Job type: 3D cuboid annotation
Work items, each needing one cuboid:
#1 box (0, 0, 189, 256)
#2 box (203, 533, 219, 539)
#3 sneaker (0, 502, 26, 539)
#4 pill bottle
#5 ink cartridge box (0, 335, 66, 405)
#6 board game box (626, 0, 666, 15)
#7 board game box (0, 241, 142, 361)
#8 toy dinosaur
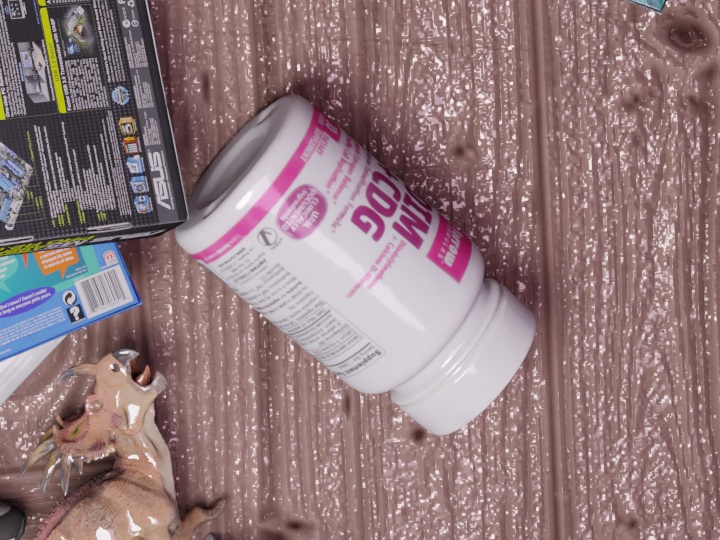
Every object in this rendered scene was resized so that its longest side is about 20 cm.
[{"bbox_3d":[-0.192,-0.110,1.479,0.160,0.044,0.201,-9,84,-29],"label":"box"},{"bbox_3d":[-0.026,0.256,1.602,0.036,0.144,0.200,-42,105,2],"label":"box"},{"bbox_3d":[-0.292,0.122,1.567,0.200,0.074,0.080,17,95,-12],"label":"sneaker"},{"bbox_3d":[0.000,0.000,1.561,0.200,0.113,0.113,40,95,-16],"label":"pill bottle"},{"bbox_3d":[-0.276,0.002,1.546,0.200,0.059,0.104,42,94,-15],"label":"ink cartridge box"},{"bbox_3d":[0.110,-0.247,1.562,0.200,0.028,0.136,19,100,-13],"label":"board game box"},{"bbox_3d":[-0.230,-0.044,1.496,0.152,0.045,0.200,-22,92,-30],"label":"board game box"},{"bbox_3d":[-0.158,0.156,1.572,0.135,0.086,0.200,33,77,-13],"label":"toy dinosaur"}]
